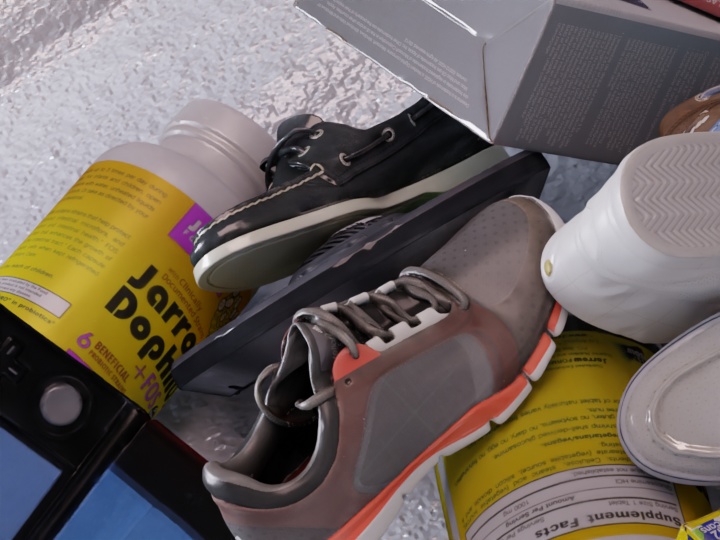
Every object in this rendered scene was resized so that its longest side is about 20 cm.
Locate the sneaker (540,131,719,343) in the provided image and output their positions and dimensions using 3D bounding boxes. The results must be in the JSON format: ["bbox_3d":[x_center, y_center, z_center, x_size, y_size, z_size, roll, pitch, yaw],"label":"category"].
[{"bbox_3d":[0.175,-0.017,1.132,0.200,0.116,0.074,0,72,-20],"label":"sneaker"}]

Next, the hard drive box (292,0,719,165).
[{"bbox_3d":[0.094,-0.115,1.303,0.156,0.200,0.077,38,112,39],"label":"hard drive box"}]

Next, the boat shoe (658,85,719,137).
[{"bbox_3d":[0.226,-0.076,1.236,0.200,0.072,0.072,-10,32,-29],"label":"boat shoe"}]

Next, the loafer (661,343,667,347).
[{"bbox_3d":[0.174,0.023,1.230,0.070,0.075,0.200,-33,47,-7],"label":"loafer"}]

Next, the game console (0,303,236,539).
[{"bbox_3d":[-0.166,0.133,1.174,0.200,0.172,0.119,-53,19,-3],"label":"game console"}]

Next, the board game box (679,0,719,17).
[{"bbox_3d":[0.167,-0.143,1.319,0.200,0.019,0.103,22,16,-8],"label":"board game box"}]

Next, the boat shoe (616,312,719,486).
[{"bbox_3d":[0.192,0.038,1.057,0.200,0.070,0.071,-14,85,16],"label":"boat shoe"}]

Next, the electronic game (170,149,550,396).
[{"bbox_3d":[0.000,0.000,1.253,0.200,0.200,0.042,-31,88,-10],"label":"electronic game"}]

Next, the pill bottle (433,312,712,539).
[{"bbox_3d":[0.095,0.117,1.144,0.112,0.112,0.200,-15,46,5],"label":"pill bottle"}]

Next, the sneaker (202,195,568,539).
[{"bbox_3d":[0.012,0.038,1.125,0.077,0.082,0.200,20,67,49],"label":"sneaker"}]

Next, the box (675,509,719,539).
[{"bbox_3d":[0.206,0.116,1.076,0.200,0.064,0.070,-17,46,-40],"label":"box"}]

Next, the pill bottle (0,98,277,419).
[{"bbox_3d":[-0.116,0.009,1.319,0.104,0.104,0.200,20,58,32],"label":"pill bottle"}]

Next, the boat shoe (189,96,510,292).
[{"bbox_3d":[-0.013,-0.046,1.307,0.199,0.075,0.066,-22,78,-36],"label":"boat shoe"}]
